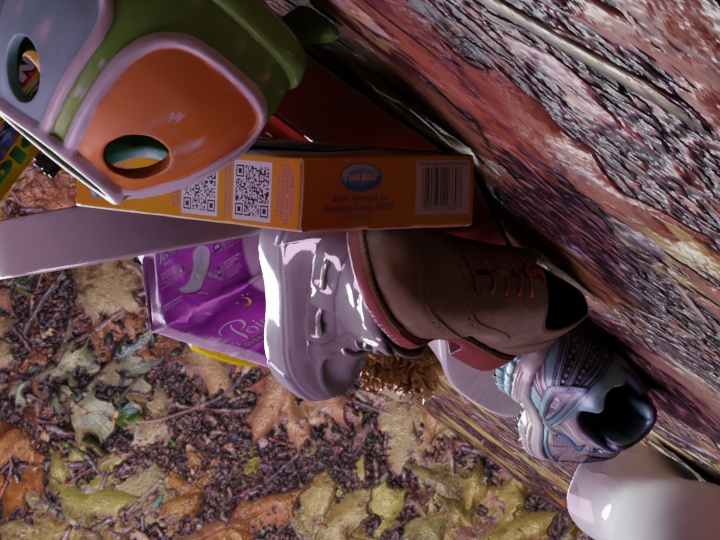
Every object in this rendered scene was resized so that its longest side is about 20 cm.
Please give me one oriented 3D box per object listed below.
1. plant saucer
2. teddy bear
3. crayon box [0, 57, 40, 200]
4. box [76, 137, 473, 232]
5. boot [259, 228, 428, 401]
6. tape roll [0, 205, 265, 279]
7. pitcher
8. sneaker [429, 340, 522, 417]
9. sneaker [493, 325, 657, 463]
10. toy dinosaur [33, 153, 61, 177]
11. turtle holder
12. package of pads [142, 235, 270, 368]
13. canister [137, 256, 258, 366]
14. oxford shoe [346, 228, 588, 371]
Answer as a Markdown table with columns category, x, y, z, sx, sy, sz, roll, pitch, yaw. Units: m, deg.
| category | x | y | z | sx | sy | sz | roll | pitch | yaw |
| --- | --- | --- | --- | --- | --- | --- | --- | --- | --- |
| plant saucer | -0.011 | -0.071 | 1.354 | 0.200 | 0.037 | 0.200 | 36 | 175 | 16 |
| teddy bear | 0.000 | 0.000 | 1.588 | 0.145 | 0.067 | 0.200 | -8 | -115 | -55 |
| crayon box | -0.216 | -0.125 | 1.347 | 0.058 | 0.200 | 0.173 | 35 | 175 | 21 |
| box | -0.053 | -0.047 | 1.219 | 0.119 | 0.042 | 0.200 | -4 | -170 | -44 |
| boot | -0.003 | 0.034 | 1.434 | 0.095 | 0.074 | 0.200 | 32 | 156 | 25 |
| tape roll | -0.131 | -0.028 | 1.457 | 0.203 | 0.202 | 0.037 | 179 | 81 | -83 |
| pitcher | 0.254 | 0.209 | 1.709 | 0.171 | 0.122 | 0.200 | 18 | -166 | -20 |
| sneaker | 0.053 | 0.010 | 1.544 | 0.200 | 0.075 | 0.089 | 46 | -175 | -24 |
| sneaker | 0.146 | 0.092 | 1.509 | 0.086 | 0.078 | 0.200 | 32 | 173 | 27 |
| toy dinosaur | -0.148 | -0.093 | 1.557 | 0.200 | 0.102 | 0.077 | 41 | -158 | 3 |
| turtle holder | -0.118 | -0.115 | 1.128 | 0.185 | 0.132 | 0.141 | 36 | 175 | 20 |
| package of pads | -0.045 | 0.017 | 1.701 | 0.200 | 0.120 | 0.076 | 21 | -131 | -44 |
| canister | -0.129 | -0.029 | 1.890 | 0.200 | 0.086 | 0.148 | 58 | -166 | 21 |
| oxford shoe | 0.058 | 0.003 | 1.278 | 0.200 | 0.075 | 0.071 | 18 | -123 | -61 |
